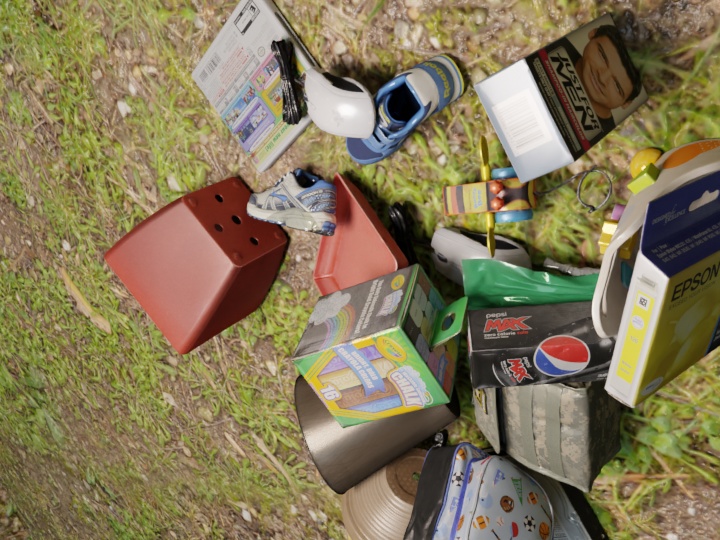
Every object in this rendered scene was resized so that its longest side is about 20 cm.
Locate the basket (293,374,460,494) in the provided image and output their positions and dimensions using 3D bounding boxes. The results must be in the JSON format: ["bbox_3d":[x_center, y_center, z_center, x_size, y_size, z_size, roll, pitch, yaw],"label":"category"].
[{"bbox_3d":[0.028,0.192,1.105,0.199,0.136,0.182,-27,68,15],"label":"basket"}]

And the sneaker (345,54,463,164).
[{"bbox_3d":[0.034,-0.189,0.955,0.074,0.082,0.200,53,138,-1],"label":"sneaker"}]

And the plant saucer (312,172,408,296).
[{"bbox_3d":[0.000,0.000,1.078,0.200,0.036,0.201,58,145,40],"label":"plant saucer"}]

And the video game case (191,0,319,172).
[{"bbox_3d":[-0.141,-0.264,1.102,0.183,0.022,0.200,54,135,1],"label":"video game case"}]

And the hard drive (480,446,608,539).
[{"bbox_3d":[0.256,0.338,1.113,0.139,0.038,0.201,-24,99,46],"label":"hard drive"}]

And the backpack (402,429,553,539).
[{"bbox_3d":[0.167,0.335,1.025,0.190,0.201,0.154,35,153,-25],"label":"backpack"}]

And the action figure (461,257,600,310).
[{"bbox_3d":[0.223,0.026,0.911,0.198,0.055,0.119,-1,131,17],"label":"action figure"}]

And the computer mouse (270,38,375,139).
[{"bbox_3d":[-0.053,-0.215,0.972,0.200,0.044,0.111,34,134,46],"label":"computer mouse"}]

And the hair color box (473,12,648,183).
[{"bbox_3d":[0.197,-0.169,0.743,0.060,0.200,0.100,-21,101,44],"label":"hair color box"}]

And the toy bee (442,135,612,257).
[{"bbox_3d":[0.159,-0.093,0.884,0.199,0.108,0.132,-31,75,42],"label":"toy bee"}]

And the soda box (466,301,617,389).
[{"bbox_3d":[0.220,0.082,0.873,0.198,0.071,0.064,-5,129,6],"label":"soda box"}]

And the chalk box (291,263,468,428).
[{"bbox_3d":[0.043,0.086,0.935,0.199,0.125,0.124,-18,119,29],"label":"chalk box"}]

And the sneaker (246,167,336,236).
[{"bbox_3d":[-0.093,-0.104,1.128,0.199,0.077,0.086,16,94,49],"label":"sneaker"}]

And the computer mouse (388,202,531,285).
[{"bbox_3d":[0.121,-0.018,0.999,0.199,0.044,0.111,15,123,34],"label":"computer mouse"}]

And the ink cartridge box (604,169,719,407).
[{"bbox_3d":[0.323,0.007,0.743,0.047,0.196,0.202,37,136,40],"label":"ink cartridge box"}]

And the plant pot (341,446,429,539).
[{"bbox_3d":[0.076,0.325,1.136,0.200,0.201,0.093,31,134,22],"label":"plant pot"}]

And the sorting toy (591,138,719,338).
[{"bbox_3d":[0.280,-0.023,0.775,0.106,0.180,0.202,23,128,28],"label":"sorting toy"}]

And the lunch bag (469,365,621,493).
[{"bbox_3d":[0.216,0.155,0.983,0.199,0.117,0.165,18,129,39],"label":"lunch bag"}]

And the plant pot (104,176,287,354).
[{"bbox_3d":[-0.233,-0.027,1.209,0.200,0.200,0.176,51,126,4],"label":"plant pot"}]
